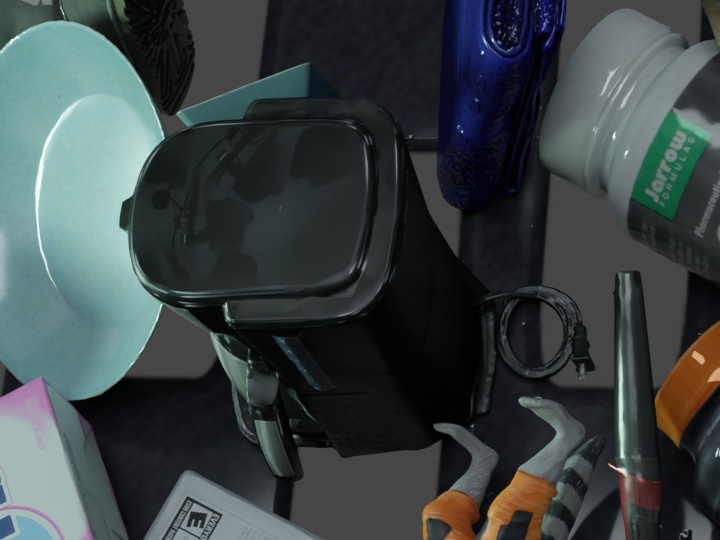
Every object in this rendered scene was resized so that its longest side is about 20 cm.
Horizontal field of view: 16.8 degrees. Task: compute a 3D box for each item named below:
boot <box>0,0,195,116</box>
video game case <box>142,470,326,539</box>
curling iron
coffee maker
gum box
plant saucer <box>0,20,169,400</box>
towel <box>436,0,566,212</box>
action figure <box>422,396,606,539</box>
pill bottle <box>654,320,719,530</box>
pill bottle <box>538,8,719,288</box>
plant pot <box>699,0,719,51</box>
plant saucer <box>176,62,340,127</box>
[{"bbox_3d":[-0.199,-0.158,1.346,0.199,0.182,0.073,16,53,15],"label":"boot"},{"bbox_3d":[-0.062,0.225,1.231,0.181,0.022,0.201,24,74,21],"label":"video game case"},{"bbox_3d":[0.133,0.100,1.182,0.025,0.050,0.202,-6,97,2],"label":"curling iron"},{"bbox_3d":[0.000,0.000,1.213,0.191,0.200,0.135,-22,65,3],"label":"coffee maker"},{"bbox_3d":[-0.171,0.170,1.234,0.113,0.066,0.201,-27,56,6],"label":"gum box"},{"bbox_3d":[-0.148,-0.032,1.308,0.200,0.039,0.203,4,96,46],"label":"plant saucer"},{"bbox_3d":[0.075,-0.131,1.257,0.049,0.200,0.149,5,69,-3],"label":"towel"},{"bbox_3d":[0.079,0.162,1.150,0.199,0.104,0.195,-13,67,54],"label":"action figure"},{"bbox_3d":[0.233,0.108,1.166,0.106,0.106,0.200,-44,65,-7],"label":"pill bottle"},{"bbox_3d":[0.197,-0.047,1.235,0.199,0.113,0.113,31,77,23],"label":"pill bottle"},{"bbox_3d":[0.258,-0.175,1.193,0.200,0.201,0.184,25,48,21],"label":"plant pot"},{"bbox_3d":[-0.047,-0.080,1.269,0.069,0.200,0.019,-21,87,3],"label":"plant saucer"}]
